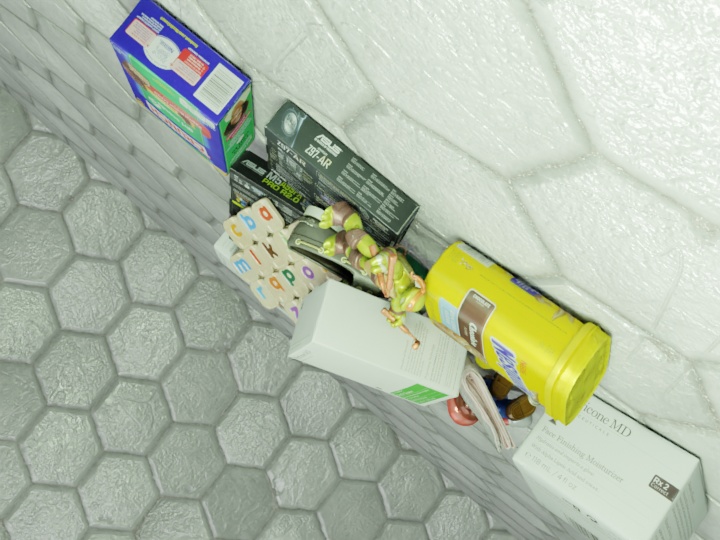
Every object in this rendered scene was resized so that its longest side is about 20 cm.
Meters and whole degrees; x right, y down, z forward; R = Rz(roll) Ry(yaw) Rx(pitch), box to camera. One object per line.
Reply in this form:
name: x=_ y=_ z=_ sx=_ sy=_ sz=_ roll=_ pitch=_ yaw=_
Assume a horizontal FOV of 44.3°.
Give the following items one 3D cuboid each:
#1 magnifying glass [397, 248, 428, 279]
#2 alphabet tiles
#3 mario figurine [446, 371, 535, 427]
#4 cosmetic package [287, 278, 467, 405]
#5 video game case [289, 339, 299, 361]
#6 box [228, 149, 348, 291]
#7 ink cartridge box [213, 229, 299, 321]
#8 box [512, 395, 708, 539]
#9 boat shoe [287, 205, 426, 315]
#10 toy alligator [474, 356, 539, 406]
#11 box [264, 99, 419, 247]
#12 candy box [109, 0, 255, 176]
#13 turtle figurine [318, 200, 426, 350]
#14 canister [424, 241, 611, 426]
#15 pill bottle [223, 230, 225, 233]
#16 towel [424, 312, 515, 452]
magnifying glass: x=0.023 y=-0.040 z=1.211 sx=0.199 sy=0.023 sz=0.079 roll=40 pitch=168 yaw=-10
alphabet tiles: x=-0.104 y=-0.007 z=1.232 sx=0.198 sy=0.015 sz=0.197 roll=-21 pitch=110 yaw=49
mario figurine: x=0.206 y=0.185 z=1.393 sx=0.104 sy=0.127 sz=0.200 roll=-1 pitch=172 yaw=-19
cosmetic package: x=0.022 y=0.092 z=1.093 sx=0.196 sy=0.087 sz=0.107 roll=20 pitch=159 yaw=-15
video game case: x=0.017 y=0.131 z=1.398 sx=0.178 sy=0.037 sz=0.198 roll=-9 pitch=164 yaw=35
box: x=-0.095 y=-0.056 z=1.237 sx=0.198 sy=0.044 sz=0.162 roll=32 pitch=147 yaw=13
ink cartridge box: x=-0.102 y=-0.022 z=1.358 sx=0.199 sy=0.146 sz=0.084 roll=37 pitch=167 yaw=10
box: x=0.329 y=0.279 z=1.154 sx=0.197 sy=0.131 sz=0.201 roll=31 pitch=165 yaw=37
boat shoe: x=0.000 y=0.001 z=1.104 sx=0.200 sy=0.061 sz=0.072 roll=36 pitch=168 yaw=3
toy alligator: x=0.181 y=0.097 z=1.146 sx=0.199 sy=0.060 sz=0.054 roll=42 pitch=128 yaw=-10
box: x=-0.028 y=-0.102 z=1.071 sx=0.199 sy=0.044 sz=0.160 roll=39 pitch=168 yaw=4
candy box: x=-0.218 y=-0.227 z=1.124 sx=0.168 sy=0.077 sz=0.200 roll=39 pitch=170 yaw=3
turtle figurine: x=0.022 y=-0.008 z=0.977 sx=0.161 sy=0.064 sz=0.201 roll=44 pitch=169 yaw=28
canister: x=0.170 y=0.068 z=0.984 sx=0.199 sy=0.087 sz=0.149 roll=36 pitch=167 yaw=25
pill bottle: x=-0.156 y=-0.015 z=1.625 sx=0.113 sy=0.114 sz=0.201 roll=27 pitch=163 yaw=46
towel: x=0.138 y=0.136 z=1.246 sx=0.193 sy=0.032 sz=0.201 roll=61 pitch=179 yaw=-39
